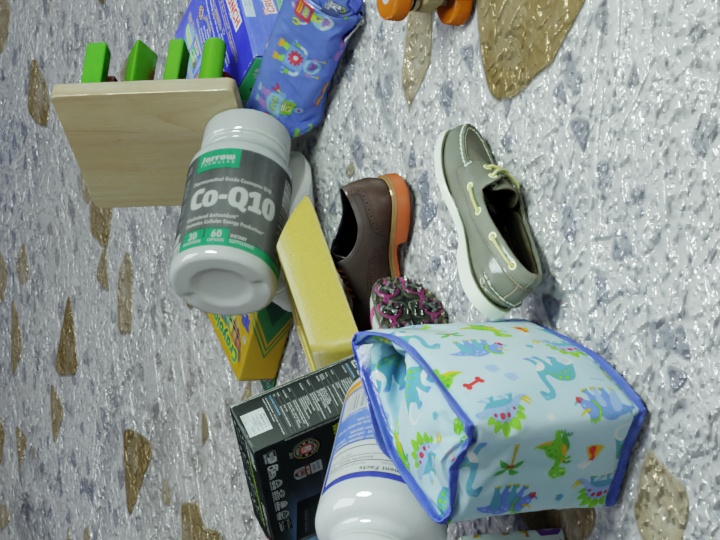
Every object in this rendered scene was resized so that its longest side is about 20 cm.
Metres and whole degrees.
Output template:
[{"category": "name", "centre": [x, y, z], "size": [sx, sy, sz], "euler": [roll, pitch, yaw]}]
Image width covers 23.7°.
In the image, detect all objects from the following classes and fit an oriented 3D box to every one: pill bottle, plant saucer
[{"category": "pill bottle", "centre": [-0.131, -0.063, 1.784], "size": [0.113, 0.113, 0.200], "euler": [124, 157, -51]}, {"category": "plant saucer", "centre": [-0.036, 0.060, 1.724], "size": [0.200, 0.048, 0.200], "euler": [80, 173, -51]}, {"category": "pill bottle", "centre": [0.023, 0.189, 1.453], "size": [0.200, 0.112, 0.112], "euler": [-76, 9, -45]}]

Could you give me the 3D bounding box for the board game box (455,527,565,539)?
[{"category": "board game box", "centre": [0.097, 0.303, 1.499], "size": [0.200, 0.103, 0.105], "euler": [-43, 53, 57]}]

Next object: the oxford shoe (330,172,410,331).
[{"category": "oxford shoe", "centre": [0.000, 0.000, 1.710], "size": [0.071, 0.072, 0.201], "euler": [37, 128, 57]}]

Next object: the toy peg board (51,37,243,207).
[{"category": "toy peg board", "centre": [-0.216, -0.169, 1.904], "size": [0.199, 0.199, 0.098], "euler": [77, -166, -55]}]

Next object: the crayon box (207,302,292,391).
[{"category": "crayon box", "centre": [-0.126, 0.038, 2.004], "size": [0.126, 0.051, 0.200], "euler": [-121, 37, -45]}]

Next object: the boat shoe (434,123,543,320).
[{"category": "boat shoe", "centre": [0.113, -0.053, 1.484], "size": [0.060, 0.072, 0.202], "euler": [-36, 46, 30]}]

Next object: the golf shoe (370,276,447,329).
[{"category": "golf shoe", "centre": [0.051, 0.093, 1.615], "size": [0.092, 0.072, 0.200], "euler": [111, 146, -42]}]

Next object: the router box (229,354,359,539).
[{"category": "router box", "centre": [-0.034, 0.177, 1.635], "size": [0.062, 0.150, 0.200], "euler": [58, 164, 36]}]

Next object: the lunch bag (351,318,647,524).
[{"category": "lunch bag", "centre": [0.103, 0.106, 1.396], "size": [0.200, 0.170, 0.128], "euler": [54, 138, 48]}]

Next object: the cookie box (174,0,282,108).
[{"category": "cookie box", "centre": [-0.140, -0.259, 1.982], "size": [0.200, 0.075, 0.172], "euler": [129, 133, -54]}]

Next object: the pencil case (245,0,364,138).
[{"category": "pencil case", "centre": [-0.057, -0.228, 1.813], "size": [0.078, 0.087, 0.200], "euler": [-55, -7, -47]}]

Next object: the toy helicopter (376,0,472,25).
[{"category": "toy helicopter", "centre": [0.045, -0.319, 1.596], "size": [0.200, 0.079, 0.133], "euler": [-124, 40, -53]}]

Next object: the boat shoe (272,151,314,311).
[{"category": "boat shoe", "centre": [-0.076, -0.042, 1.867], "size": [0.200, 0.072, 0.069], "euler": [-94, -22, -44]}]
